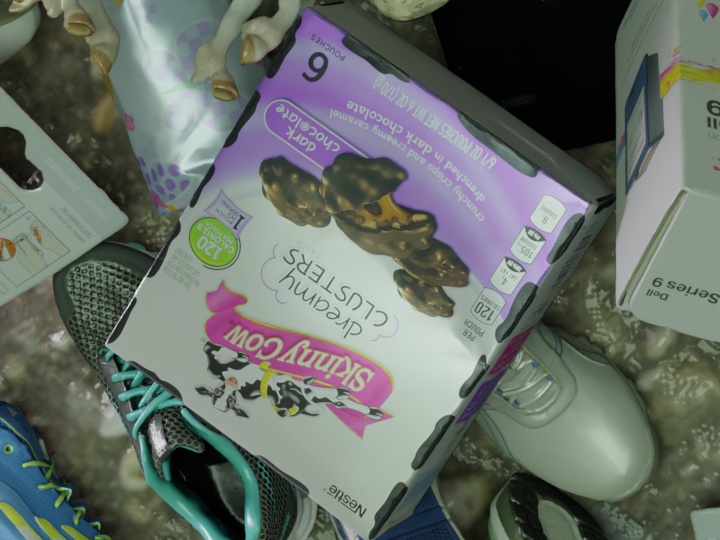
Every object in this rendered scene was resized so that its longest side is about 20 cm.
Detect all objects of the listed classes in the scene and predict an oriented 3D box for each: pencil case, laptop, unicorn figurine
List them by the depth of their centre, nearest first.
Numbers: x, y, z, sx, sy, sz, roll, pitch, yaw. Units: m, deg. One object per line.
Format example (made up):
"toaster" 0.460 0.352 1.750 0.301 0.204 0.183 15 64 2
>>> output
"unicorn figurine" -0.070 -0.150 1.303 0.199 0.074 0.138 22 59 -17
"laptop" 0.126 -0.181 1.368 0.186 0.116 0.201 -12 126 12
"pencil case" -0.097 -0.129 1.379 0.090 0.083 0.201 -23 95 -13

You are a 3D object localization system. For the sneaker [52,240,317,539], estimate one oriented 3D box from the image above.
"sneaker" -0.095 0.070 1.406 0.077 0.091 0.200 -37 91 13

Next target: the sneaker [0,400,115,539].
"sneaker" -0.177 0.132 1.440 0.199 0.076 0.105 15 101 8

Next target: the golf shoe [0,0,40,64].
"golf shoe" -0.244 -0.087 1.425 0.199 0.073 0.092 -27 115 18

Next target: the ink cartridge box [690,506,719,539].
"ink cartridge box" 0.277 0.200 1.388 0.173 0.044 0.201 -10 98 23

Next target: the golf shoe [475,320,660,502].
"golf shoe" 0.070 0.049 1.372 0.200 0.097 0.078 44 102 0

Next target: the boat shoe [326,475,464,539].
"boat shoe" 0.006 0.111 1.398 0.072 0.072 0.201 -13 70 -9

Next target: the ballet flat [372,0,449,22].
"ballet flat" 0.053 -0.214 1.309 0.066 0.057 0.201 22 79 23

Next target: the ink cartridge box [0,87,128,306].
"ink cartridge box" -0.246 -0.037 1.395 0.200 0.050 0.162 -33 123 16

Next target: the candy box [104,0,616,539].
"candy box" 0.000 0.000 1.297 0.167 0.072 0.200 35 106 11

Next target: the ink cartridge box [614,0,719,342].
"ink cartridge box" 0.198 -0.056 1.255 0.145 0.200 0.088 15 134 -8

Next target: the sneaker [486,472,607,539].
"sneaker" 0.091 0.201 1.363 0.077 0.200 0.089 22 125 -20
